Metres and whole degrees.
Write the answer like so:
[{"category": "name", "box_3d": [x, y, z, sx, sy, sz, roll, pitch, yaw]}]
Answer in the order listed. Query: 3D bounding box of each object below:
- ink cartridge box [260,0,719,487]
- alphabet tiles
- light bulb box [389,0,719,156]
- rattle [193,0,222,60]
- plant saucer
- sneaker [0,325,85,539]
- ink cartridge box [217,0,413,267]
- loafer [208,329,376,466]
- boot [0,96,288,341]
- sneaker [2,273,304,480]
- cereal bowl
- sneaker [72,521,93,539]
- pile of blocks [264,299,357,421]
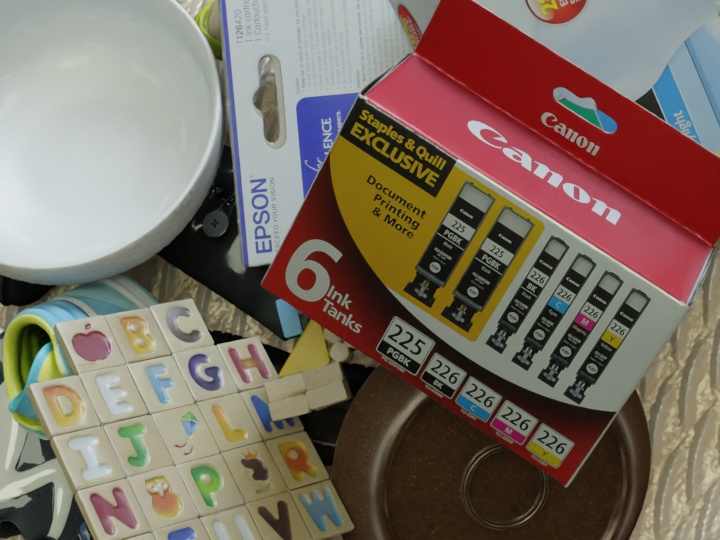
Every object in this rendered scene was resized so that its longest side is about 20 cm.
[{"category": "ink cartridge box", "box_3d": [0.076, -0.019, 0.917, 0.199, 0.084, 0.176, 32, 121, 6]}, {"category": "alphabet tiles", "box_3d": [-0.093, 0.107, 0.983, 0.006, 0.166, 0.201, -47, 64, 41]}, {"category": "light bulb box", "box_3d": [0.152, -0.120, 1.011, 0.199, 0.125, 0.199, -28, 103, -7]}, {"category": "rattle", "box_3d": [-0.028, -0.220, 1.140, 0.142, 0.131, 0.201, 12, 56, 1]}, {"category": "plant saucer", "box_3d": [0.083, 0.124, 1.034, 0.199, 0.034, 0.202, -2, 102, -11]}, {"category": "sneaker", "box_3d": [-0.237, 0.111, 1.114, 0.199, 0.080, 0.130, 35, 79, 3]}, {"category": "ink cartridge box", "box_3d": [0.013, -0.111, 1.069, 0.198, 0.047, 0.199, -6, 98, -11]}, {"category": "loafer", "box_3d": [-0.033, 0.094, 1.095, 0.199, 0.073, 0.072, 16, 105, 20]}, {"category": "boot", "box_3d": [-0.122, -0.010, 1.128, 0.199, 0.066, 0.166, 29, 88, 9]}, {"category": "sneaker", "box_3d": [-0.133, 0.089, 1.026, 0.200, 0.130, 0.080, 40, 116, 17]}, {"category": "cereal bowl", "box_3d": [-0.176, -0.081, 1.074, 0.198, 0.083, 0.202, -2, 71, 6]}, {"category": "sneaker", "box_3d": [-0.164, 0.235, 1.088, 0.076, 0.077, 0.201, 35, 106, 16]}, {"category": "pile of blocks", "box_3d": [0.000, 0.000, 1.032, 0.082, 0.062, 0.201, 36, 88, 6]}]
